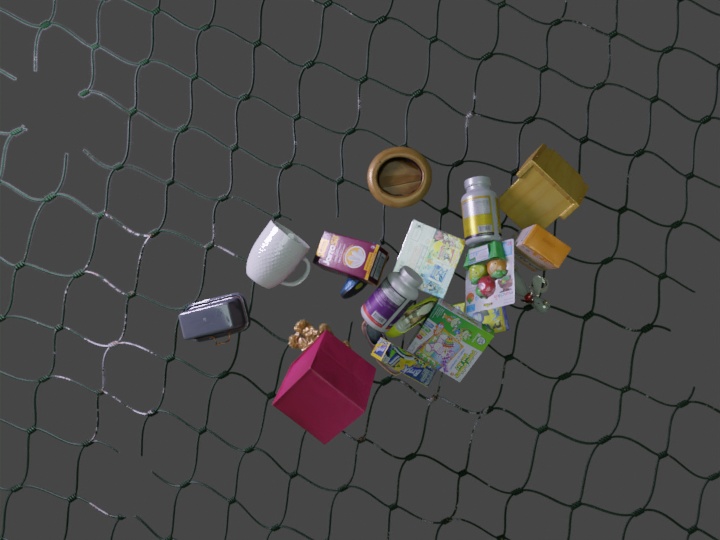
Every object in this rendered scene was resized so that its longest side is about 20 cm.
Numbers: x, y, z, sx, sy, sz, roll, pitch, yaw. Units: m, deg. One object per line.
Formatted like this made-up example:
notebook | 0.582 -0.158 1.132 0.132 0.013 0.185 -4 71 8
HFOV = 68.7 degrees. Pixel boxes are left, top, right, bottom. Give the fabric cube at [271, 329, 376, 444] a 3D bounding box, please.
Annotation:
fabric cube | -0.102 0.338 1.540 0.199 0.200 0.196 39 119 -9

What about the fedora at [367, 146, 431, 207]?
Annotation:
fedora | 0.122 -0.285 1.638 0.199 0.082 0.203 0 90 6

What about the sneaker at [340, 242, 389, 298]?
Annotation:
sneaker | 0.000 0.000 1.655 0.200 0.066 0.078 -48 66 5

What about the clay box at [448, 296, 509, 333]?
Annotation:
clay box | 0.355 0.150 1.653 0.198 0.048 0.116 -13 90 0

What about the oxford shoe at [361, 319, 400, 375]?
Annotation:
oxford shoe | 0.066 0.244 1.642 0.071 0.073 0.201 -35 90 0

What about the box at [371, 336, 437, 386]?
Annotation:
box | 0.133 0.279 1.602 0.199 0.070 0.065 33 83 -26

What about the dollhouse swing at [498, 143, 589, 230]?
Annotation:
dollhouse swing | 0.566 -0.245 1.658 0.200 0.176 0.182 43 49 1

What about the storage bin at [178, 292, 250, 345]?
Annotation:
storage bin | -0.454 0.159 1.617 0.198 0.134 0.147 -14 90 1

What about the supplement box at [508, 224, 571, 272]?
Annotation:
supplement box | 0.522 -0.062 1.575 0.126 0.200 0.074 35 87 2

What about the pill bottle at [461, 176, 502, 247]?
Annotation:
pill bottle | 0.368 -0.180 1.615 0.111 0.112 0.202 -4 80 0

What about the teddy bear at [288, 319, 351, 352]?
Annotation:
teddy bear | -0.129 0.234 1.647 0.200 0.067 0.145 43 93 1

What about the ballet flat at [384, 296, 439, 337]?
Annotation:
ballet flat | 0.161 0.144 1.645 0.199 0.067 0.067 -32 90 1

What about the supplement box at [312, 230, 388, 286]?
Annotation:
supplement box | -0.030 -0.038 1.594 0.199 0.086 0.111 16 82 27

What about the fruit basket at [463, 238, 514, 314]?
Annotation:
fruit basket | 0.378 0.018 1.572 0.093 0.185 0.202 25 63 -31

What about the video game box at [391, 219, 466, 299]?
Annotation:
video game box | 0.212 -0.035 1.655 0.181 0.047 0.201 22 91 3

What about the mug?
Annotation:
mug | -0.244 -0.028 1.622 0.199 0.148 0.176 34 96 -30

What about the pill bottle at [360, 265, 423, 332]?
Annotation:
pill bottle | 0.098 0.083 1.597 0.112 0.112 0.200 40 109 0

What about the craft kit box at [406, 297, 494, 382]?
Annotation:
craft kit box | 0.273 0.216 1.616 0.196 0.049 0.201 28 116 0

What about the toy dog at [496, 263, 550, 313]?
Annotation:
toy dog | 0.499 0.044 1.609 0.198 0.096 0.133 18 67 0
